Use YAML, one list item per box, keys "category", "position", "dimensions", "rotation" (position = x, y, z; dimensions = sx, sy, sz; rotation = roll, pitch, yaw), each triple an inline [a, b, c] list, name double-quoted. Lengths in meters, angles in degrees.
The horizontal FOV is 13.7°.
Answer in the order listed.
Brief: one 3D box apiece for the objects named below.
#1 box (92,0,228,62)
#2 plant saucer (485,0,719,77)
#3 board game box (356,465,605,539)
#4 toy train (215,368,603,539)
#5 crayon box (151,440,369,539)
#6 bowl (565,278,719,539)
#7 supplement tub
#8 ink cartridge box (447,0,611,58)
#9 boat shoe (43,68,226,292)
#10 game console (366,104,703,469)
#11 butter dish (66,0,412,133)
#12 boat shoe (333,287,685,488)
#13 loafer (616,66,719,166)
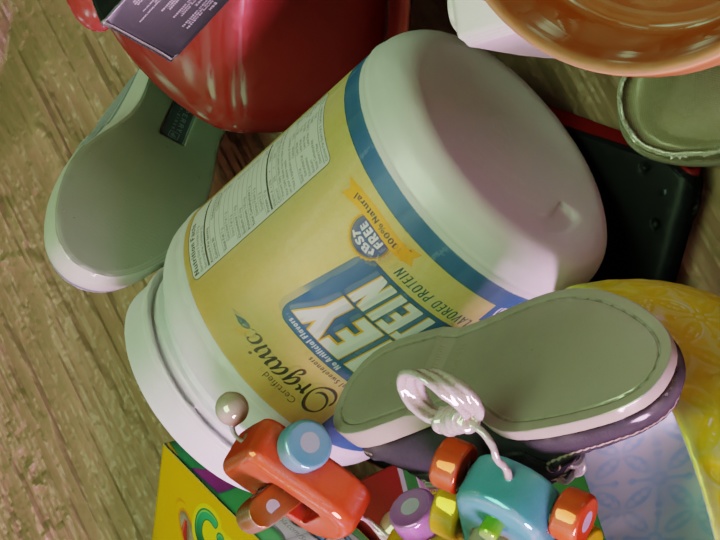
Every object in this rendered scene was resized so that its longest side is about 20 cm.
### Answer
- category: "box"
  position: [-0.055, -0.215, 1.305]
  dimensions: [0.200, 0.043, 0.160]
  rotation: [-46, 42, 21]
- category: "plant saucer"
  position: [0.118, -0.175, 1.167]
  dimensions: [0.200, 0.032, 0.201]
  rotation: [-1, 88, 38]
- category: "board game box"
  position: [0.051, 0.159, 1.395]
  dimensions: [0.200, 0.040, 0.153]
  rotation: [-33, 73, 57]
- category: "toy train"
  position: [0.013, 0.105, 1.262]
  dimensions: [0.056, 0.150, 0.200]
  rotation: [-58, 16, -23]
- category: "crayon box"
  position: [-0.033, 0.200, 1.447]
  dimensions: [0.200, 0.058, 0.173]
  rotation: [39, 132, 44]
- category: "bowl"
  position: [0.165, 0.090, 1.300]
  dimensions: [0.200, 0.107, 0.201]
  rotation: [165, 90, -76]
- category: "supplement tub"
  position: [0.000, 0.000, 1.384]
  dimensions: [0.200, 0.144, 0.145]
  rotation: [-41, 67, 28]
- category: "ink cartridge box"
  position: [0.130, -0.181, 1.230]
  dimensions: [0.200, 0.084, 0.145]
  rotation: [-14, 80, 36]
- category: "boat shoe"
  position: [-0.113, -0.043, 1.498]
  dimensions: [0.070, 0.201, 0.072]
  rotation: [32, 129, -6]
- category: "game console"
  position: [0.069, 0.018, 1.443]
  dimensions: [0.177, 0.031, 0.201]
  rotation: [22, 103, 32]
- category: "butter dish"
  position: [-0.074, -0.153, 1.431]
  dimensions: [0.200, 0.148, 0.200]
  rotation: [44, 143, 40]
- category: "boat shoe"
  position: [0.073, 0.057, 1.255]
  dimensions: [0.200, 0.063, 0.073]
  rotation: [-11, 45, 50]
- category: "loafer"
  position: [0.191, -0.099, 1.317]
  dimensions: [0.200, 0.068, 0.076]
  rotation: [-18, 73, 33]
